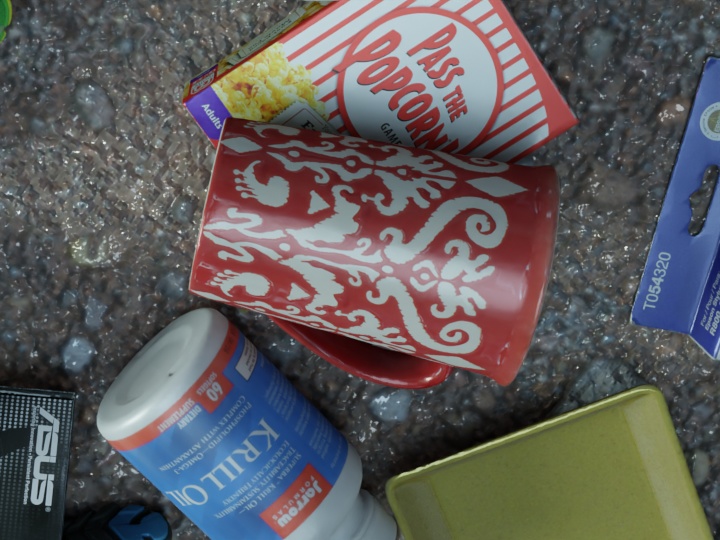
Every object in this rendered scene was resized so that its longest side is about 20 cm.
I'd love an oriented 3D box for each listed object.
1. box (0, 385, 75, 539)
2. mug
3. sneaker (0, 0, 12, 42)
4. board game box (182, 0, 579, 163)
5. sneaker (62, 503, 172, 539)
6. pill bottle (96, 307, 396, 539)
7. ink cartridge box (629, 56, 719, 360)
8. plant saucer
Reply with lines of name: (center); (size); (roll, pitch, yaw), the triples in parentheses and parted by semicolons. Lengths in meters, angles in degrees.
box: (-0.289, 0.171, 1.101); (0.192, 0.048, 0.201); (6, 77, -7)
mug: (0.001, 0.002, 1.021); (0.199, 0.133, 0.178); (13, 111, -5)
sneaker: (-0.309, -0.160, 1.009); (0.199, 0.084, 0.074); (12, 111, -9)
board game box: (0.013, -0.106, 1.068); (0.200, 0.046, 0.152); (-33, 111, 11)
sneaker: (-0.231, 0.211, 1.176); (0.199, 0.073, 0.082); (3, 114, -3)
pill bottle: (-0.069, 0.129, 1.129); (0.112, 0.112, 0.200); (-40, 109, 13)
ink cartridge box: (0.299, -0.026, 1.120); (0.199, 0.043, 0.197); (9, 113, -8)
plant saucer: (0.140, 0.184, 1.197); (0.199, 0.048, 0.200); (-20, 112, 6)
